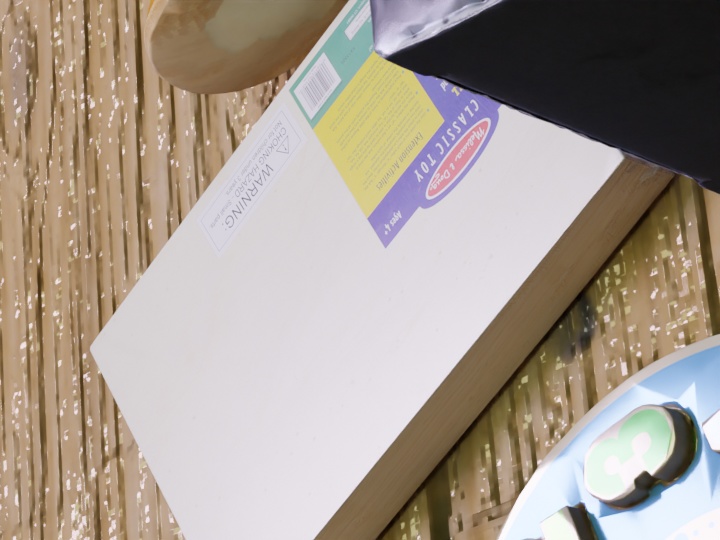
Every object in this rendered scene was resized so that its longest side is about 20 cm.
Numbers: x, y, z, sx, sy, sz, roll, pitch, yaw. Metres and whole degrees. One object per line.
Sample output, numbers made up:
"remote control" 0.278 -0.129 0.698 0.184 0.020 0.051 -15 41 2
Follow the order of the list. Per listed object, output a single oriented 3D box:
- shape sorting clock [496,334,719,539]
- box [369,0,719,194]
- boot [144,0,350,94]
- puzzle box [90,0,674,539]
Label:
"shape sorting clock" 0.099 0.110 0.680 0.199 0.039 0.201 -17 66 43
"box" 0.078 -0.140 0.704 0.104 0.148 0.201 -27 60 38
"boot" -0.015 -0.168 0.880 0.201 0.071 0.144 -48 41 21
"puzzle box" 0.000 0.000 0.831 0.200 0.025 0.133 -51 46 22
